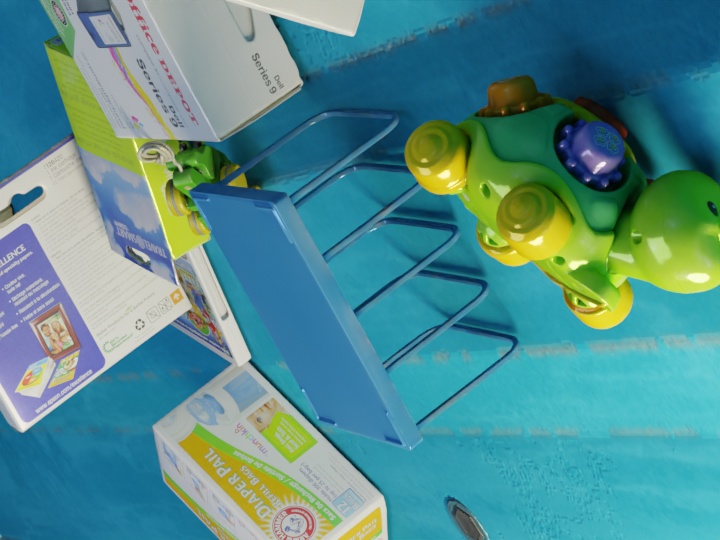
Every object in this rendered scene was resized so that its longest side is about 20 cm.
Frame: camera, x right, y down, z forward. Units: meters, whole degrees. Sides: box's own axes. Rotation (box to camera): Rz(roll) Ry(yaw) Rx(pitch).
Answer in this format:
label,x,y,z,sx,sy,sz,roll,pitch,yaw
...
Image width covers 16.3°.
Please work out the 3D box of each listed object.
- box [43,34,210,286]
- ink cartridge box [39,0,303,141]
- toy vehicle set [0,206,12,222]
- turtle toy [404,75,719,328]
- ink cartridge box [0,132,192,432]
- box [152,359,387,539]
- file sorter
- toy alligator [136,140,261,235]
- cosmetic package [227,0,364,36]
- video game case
label,x,y,z,sx,sy,sz,roll,pitch,yaw
box,-0.191,-0.097,2.087,0.122,0.047,0.201,26,139,51
ink cartridge box,-0.144,-0.177,1.831,0.200,0.087,0.146,7,130,61
toy vehicle set,-0.439,-0.098,2.681,0.200,0.026,0.125,47,158,19
turtle toy,0.127,-0.039,1.433,0.200,0.101,0.146,36,176,34
ink cartridge box,-0.269,0.003,2.177,0.047,0.197,0.201,13,135,59
box,-0.080,0.195,2.242,0.200,0.112,0.102,42,157,26
file sorter,0.000,0.000,1.744,0.138,0.122,0.201,9,132,61
toy alligator,-0.123,-0.076,1.949,0.200,0.059,0.055,47,-145,-59
cosmetic package,-0.097,-0.209,1.525,0.199,0.082,0.113,14,-175,-38
video game case,-0.174,-0.016,2.246,0.143,0.018,0.201,28,147,49
